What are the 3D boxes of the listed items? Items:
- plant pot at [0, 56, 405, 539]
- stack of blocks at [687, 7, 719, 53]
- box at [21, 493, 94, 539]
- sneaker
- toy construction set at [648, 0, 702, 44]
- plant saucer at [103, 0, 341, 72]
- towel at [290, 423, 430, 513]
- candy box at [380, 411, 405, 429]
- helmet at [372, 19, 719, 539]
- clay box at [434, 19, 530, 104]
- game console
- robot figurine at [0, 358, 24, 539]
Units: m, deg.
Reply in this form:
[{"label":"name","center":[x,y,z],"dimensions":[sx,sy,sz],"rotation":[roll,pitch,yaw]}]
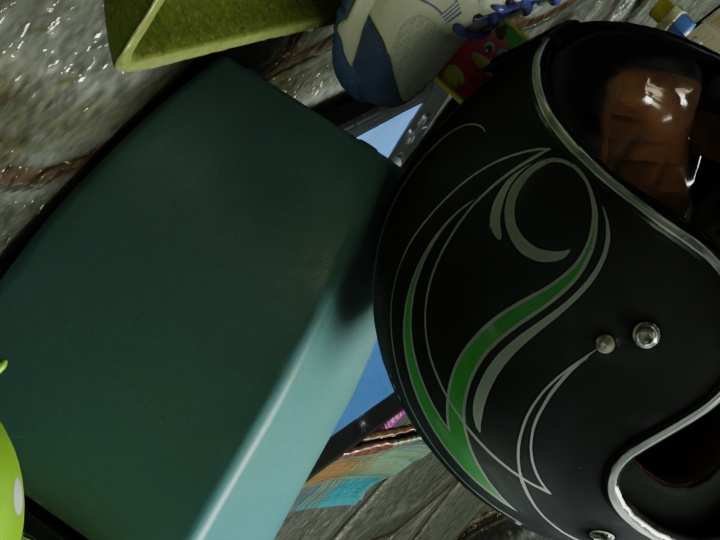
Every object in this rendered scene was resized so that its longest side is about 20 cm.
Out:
[{"label":"plant pot","center":[-0.068,0.017,0.895],"dimensions":[0.200,0.141,0.141],"rotation":[-58,167,2]},{"label":"stack of blocks","center":[0.262,-0.137,1.698],"dimensions":[0.200,0.059,0.115],"rotation":[-38,165,-37]},{"label":"box","center":[-0.121,0.128,0.920],"dimensions":[0.046,0.159,0.200],"rotation":[-58,158,2]},{"label":"sneaker","center":[0.068,-0.128,0.775],"dimensions":[0.200,0.088,0.075],"rotation":[-51,169,24]},{"label":"toy construction set","center":[0.170,-0.097,1.465],"dimensions":[0.131,0.092,0.200],"rotation":[-34,151,-47]},{"label":"plant saucer","center":[-0.003,-0.171,0.715],"dimensions":[0.200,0.048,0.200],"rotation":[-54,166,27]},{"label":"towel","center":[-0.029,0.153,1.487],"dimensions":[0.147,0.022,0.200],"rotation":[-10,164,-26]},{"label":"candy box","center":[0.034,0.053,1.517],"dimensions":[0.200,0.061,0.136],"rotation":[-47,167,-6]},{"label":"helmet","center":[0.101,0.016,0.838],"dimensions":[0.200,0.200,0.191],"rotation":[-33,157,-49]},{"label":"clay box","center":[0.094,-0.073,0.992],"dimensions":[0.048,0.200,0.115],"rotation":[-49,168,6]},{"label":"game console","center":[0.000,0.000,1.103],"dimensions":[0.200,0.116,0.176],"rotation":[-32,161,-51]},{"label":"robot figurine","center":[-0.205,0.100,0.720],"dimensions":[0.200,0.116,0.175],"rotation":[-35,161,-45]}]
